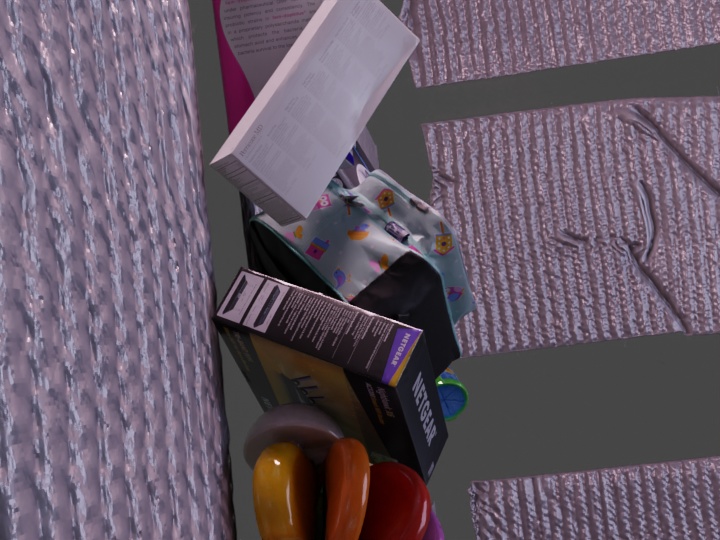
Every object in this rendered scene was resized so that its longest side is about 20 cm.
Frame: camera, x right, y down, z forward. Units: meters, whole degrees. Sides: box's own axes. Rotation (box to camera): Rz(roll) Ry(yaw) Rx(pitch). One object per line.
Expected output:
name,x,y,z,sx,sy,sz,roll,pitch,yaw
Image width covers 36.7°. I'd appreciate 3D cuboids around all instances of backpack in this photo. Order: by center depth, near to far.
backpack,0.000,0.000,0.980,0.199,0.153,0.176,32,-18,32

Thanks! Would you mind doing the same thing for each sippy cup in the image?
sippy cup,0.220,0.325,3.015,0.131,0.138,0.179,-107,-151,-56

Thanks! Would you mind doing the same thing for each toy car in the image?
toy car,-0.011,0.206,0.843,0.201,0.148,0.176,76,8,-46

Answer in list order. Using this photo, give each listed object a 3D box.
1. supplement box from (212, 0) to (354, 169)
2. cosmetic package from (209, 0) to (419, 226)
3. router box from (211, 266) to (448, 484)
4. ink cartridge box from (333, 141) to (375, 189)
supplement box,-0.071,-0.191,0.995,0.103,0.100,0.202,2,81,-84
cosmetic package,-0.036,-0.141,0.902,0.082,0.050,0.201,41,65,-22
router box,-0.018,0.090,0.874,0.053,0.156,0.201,-62,157,-24
ink cartridge box,-0.028,-0.125,1.223,0.201,0.043,0.198,55,12,-16
